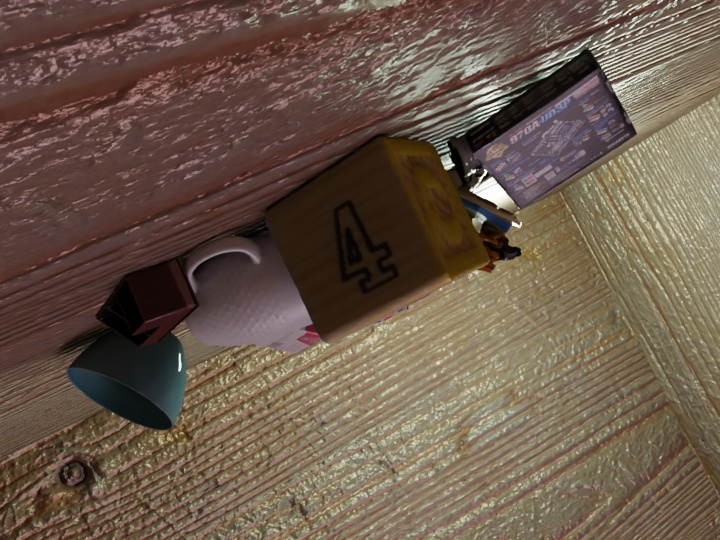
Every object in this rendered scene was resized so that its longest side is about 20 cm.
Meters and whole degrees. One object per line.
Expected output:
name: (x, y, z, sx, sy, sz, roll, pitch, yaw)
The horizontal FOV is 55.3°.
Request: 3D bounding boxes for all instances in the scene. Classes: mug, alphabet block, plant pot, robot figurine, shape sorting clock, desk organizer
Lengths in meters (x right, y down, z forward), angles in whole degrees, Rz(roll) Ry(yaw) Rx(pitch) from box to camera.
mug: (-0.172, 0.021, 0.981, 0.174, 0.148, 0.200, -20, 146, 5)
alphabet block: (0.027, -0.043, 0.923, 0.199, 0.197, 0.195, -29, 176, 25)
plant pot: (-0.384, 0.169, 1.196, 0.200, 0.200, 0.135, -33, -153, 53)
robot figurine: (0.184, -0.047, 1.105, 0.144, 0.059, 0.200, 17, -162, 5)
shape sorting clock: (0.159, -0.116, 1.067, 0.039, 0.199, 0.200, -63, 172, 3)
desk organizer: (-0.303, 0.057, 0.961, 0.077, 0.072, 0.200, -20, 172, -36)

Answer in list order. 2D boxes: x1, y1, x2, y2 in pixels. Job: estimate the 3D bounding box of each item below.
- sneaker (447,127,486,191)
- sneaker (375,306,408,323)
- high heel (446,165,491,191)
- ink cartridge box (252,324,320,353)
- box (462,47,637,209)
sneaker: (0.187, -0.178, 1.088, 0.080, 0.074, 0.200, -29, 176, 6)
sneaker: (0.000, 0.000, 1.190, 0.093, 0.201, 0.070, -31, 174, -2)
high heel: (0.178, -0.156, 1.224, 0.200, 0.072, 0.142, -43, -172, -22)
ink cartridge box: (-0.178, 0.081, 1.262, 0.199, 0.085, 0.145, 14, 155, -26)
box: (0.269, -0.191, 0.969, 0.199, 0.046, 0.159, -34, 137, 21)
